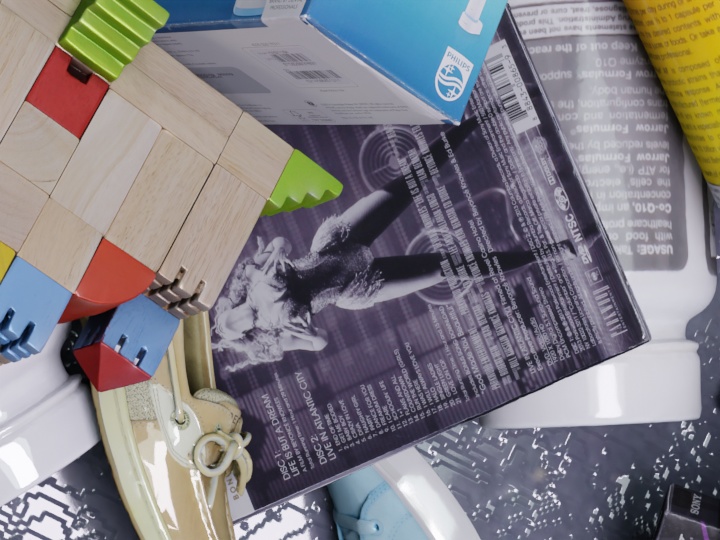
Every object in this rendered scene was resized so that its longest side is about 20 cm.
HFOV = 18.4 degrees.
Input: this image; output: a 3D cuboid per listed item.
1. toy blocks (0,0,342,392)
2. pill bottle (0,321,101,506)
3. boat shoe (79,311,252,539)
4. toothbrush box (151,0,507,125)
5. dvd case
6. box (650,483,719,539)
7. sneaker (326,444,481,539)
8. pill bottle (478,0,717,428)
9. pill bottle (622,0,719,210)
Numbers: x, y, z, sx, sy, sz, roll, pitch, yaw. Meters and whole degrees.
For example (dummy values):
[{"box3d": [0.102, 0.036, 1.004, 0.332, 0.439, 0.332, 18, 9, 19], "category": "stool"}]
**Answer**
[{"box3d": [-0.120, -0.028, 0.811, 0.200, 0.100, 0.137, 36, 63, -22], "category": "toy blocks"}, {"box3d": [-0.184, -0.002, 0.877, 0.112, 0.112, 0.200, -31, 95, -14], "category": "pill bottle"}, {"box3d": [-0.073, 0.035, 0.891, 0.063, 0.073, 0.201, -16, 74, 4], "category": "boat shoe"}, {"box3d": [0.001, -0.163, 0.870, 0.085, 0.146, 0.201, 33, 74, -35], "category": "toothbrush box"}, {"box3d": [0.000, 0.000, 0.911, 0.199, 0.016, 0.149, -25, 81, 15], "category": "dvd case"}, {"box3d": [0.202, 0.190, 0.944, 0.199, 0.036, 0.144, 19, 108, 9], "category": "box"}, {"box3d": [0.016, 0.151, 0.939, 0.082, 0.074, 0.201, -28, 94, -19], "category": "sneaker"}, {"box3d": [0.094, -0.034, 0.950, 0.113, 0.114, 0.201, -1, 87, -15], "category": "pill bottle"}, {"box3d": [0.165, -0.103, 0.865, 0.113, 0.113, 0.201, -29, 102, -14], "category": "pill bottle"}]
